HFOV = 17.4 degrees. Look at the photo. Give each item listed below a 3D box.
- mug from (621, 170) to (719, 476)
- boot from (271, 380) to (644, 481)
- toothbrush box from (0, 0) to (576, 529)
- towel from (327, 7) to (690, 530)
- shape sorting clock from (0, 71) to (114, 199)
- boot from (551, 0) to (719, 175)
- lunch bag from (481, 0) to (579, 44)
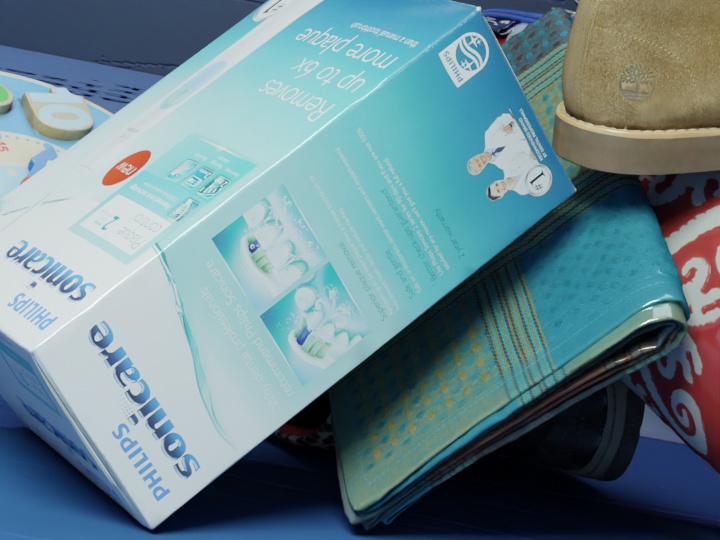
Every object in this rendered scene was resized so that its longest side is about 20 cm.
[{"bbox_3d":[0.140,0.022,0.920,0.132,0.179,0.200,-5,26,-28],"label":"mug"},{"bbox_3d":[0.015,0.038,1.038,0.150,0.074,0.200,7,14,-29],"label":"boot"},{"bbox_3d":[-0.046,-0.015,0.864,0.200,0.086,0.146,-39,26,-13],"label":"toothbrush box"},{"bbox_3d":[0.043,-0.006,0.904,0.022,0.146,0.201,46,19,-34],"label":"towel"},{"bbox_3d":[-0.154,-0.029,1.095,0.199,0.039,0.201,22,34,-16],"label":"shape sorting clock"},{"bbox_3d":[0.164,-0.084,0.867,0.199,0.076,0.074,-7,21,-26],"label":"boot"},{"bbox_3d":[0.093,-0.047,1.271,0.075,0.202,0.160,16,3,-35],"label":"lunch bag"}]
